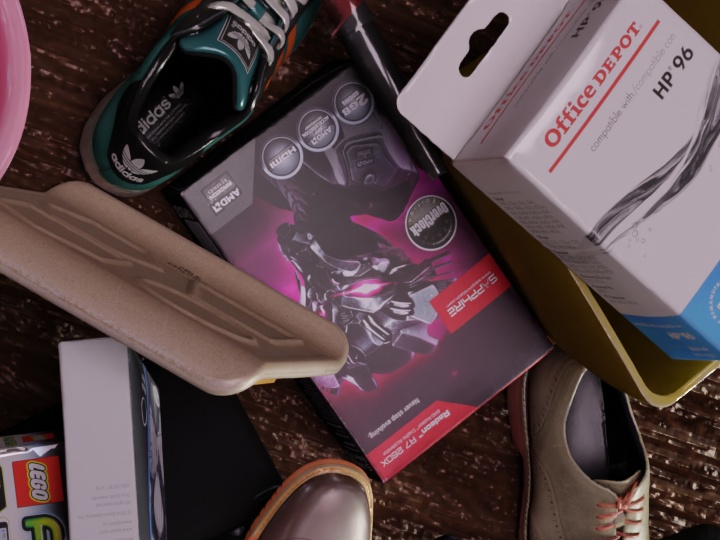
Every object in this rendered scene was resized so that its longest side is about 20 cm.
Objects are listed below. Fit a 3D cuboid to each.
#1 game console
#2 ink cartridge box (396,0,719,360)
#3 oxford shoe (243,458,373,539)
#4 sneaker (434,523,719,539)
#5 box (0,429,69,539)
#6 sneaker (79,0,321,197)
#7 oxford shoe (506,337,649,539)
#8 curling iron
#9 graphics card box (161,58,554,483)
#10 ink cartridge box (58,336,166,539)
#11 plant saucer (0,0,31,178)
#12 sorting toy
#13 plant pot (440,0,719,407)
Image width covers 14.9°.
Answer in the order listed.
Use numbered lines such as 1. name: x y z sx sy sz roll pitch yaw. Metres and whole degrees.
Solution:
1. game console: -0.124 0.167 1.418 0.200 0.116 0.176 -27 117 -7
2. ink cartridge box: 0.129 -0.061 1.345 0.200 0.068 0.116 40 76 -17
3. oxford shoe: -0.030 0.191 1.353 0.071 0.073 0.201 9 107 -21
4. sneaker: 0.098 0.173 1.480 0.200 0.073 0.112 -35 108 16
5. box: -0.184 0.184 1.325 0.110 0.035 0.201 -7 98 -11
6. sneaker: -0.065 -0.121 1.446 0.071 0.080 0.200 41 73 -17
7. oxford shoe: 0.129 0.137 1.532 0.070 0.075 0.201 -16 97 -21
8. curling iron: -0.013 -0.133 1.436 0.200 0.026 0.050 59 33 -8
9. graphics card box: 0.000 0.000 1.488 0.125 0.051 0.200 -37 102 -11
10. ink cartridge box: -0.114 0.140 1.310 0.039 0.099 0.201 -5 73 3
11. plant saucer: -0.245 -0.099 1.235 0.200 0.051 0.201 13 68 -34
12. sorting toy: -0.109 0.010 1.345 0.185 0.200 0.037 29 99 11
13. plant pot: 0.142 -0.066 1.481 0.200 0.176 0.200 -36 104 -18
